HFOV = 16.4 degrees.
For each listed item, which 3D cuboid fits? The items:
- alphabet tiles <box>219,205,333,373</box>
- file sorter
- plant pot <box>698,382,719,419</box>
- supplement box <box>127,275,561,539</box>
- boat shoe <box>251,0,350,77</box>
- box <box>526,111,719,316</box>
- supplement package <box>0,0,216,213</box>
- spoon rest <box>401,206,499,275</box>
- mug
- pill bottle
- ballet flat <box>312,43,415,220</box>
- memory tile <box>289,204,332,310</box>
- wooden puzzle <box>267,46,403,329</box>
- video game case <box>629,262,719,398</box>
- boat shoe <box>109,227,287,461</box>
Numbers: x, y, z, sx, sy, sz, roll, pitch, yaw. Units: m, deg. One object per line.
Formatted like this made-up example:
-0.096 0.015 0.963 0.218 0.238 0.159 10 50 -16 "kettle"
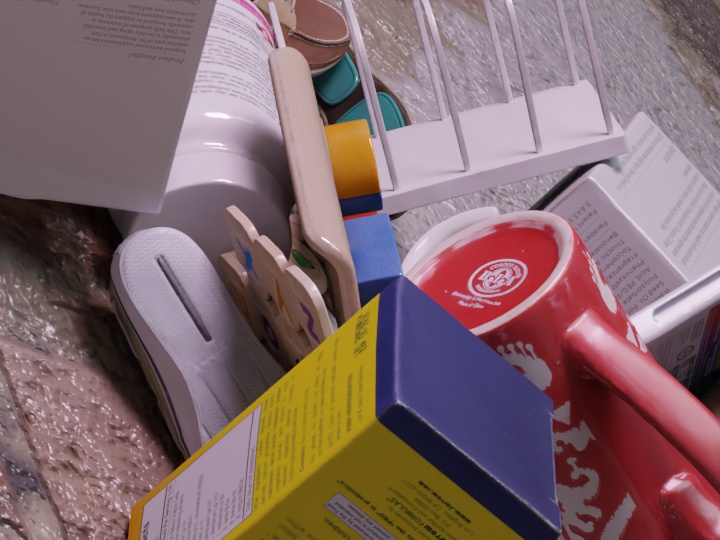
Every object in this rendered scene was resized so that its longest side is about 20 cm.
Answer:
-0.022 0.064 1.334 0.200 0.015 0.196 42 -27 54 "alphabet tiles"
0.051 -0.124 1.585 0.139 0.199 0.125 -106 -178 -70 "file sorter"
0.217 0.163 1.466 0.200 0.198 0.200 49 -4 5 "plant pot"
-0.012 0.120 1.195 0.109 0.200 0.109 40 26 -21 "supplement box"
-0.075 -0.183 1.699 0.199 0.072 0.076 7 46 -44 "boat shoe"
0.142 0.023 1.637 0.131 0.200 0.199 47 22 0 "box"
-0.162 -0.160 1.316 0.151 0.201 0.151 7 37 -16 "supplement package"
0.048 0.050 1.420 0.100 0.060 0.201 80 12 -46 "spoon rest"
0.123 0.073 1.295 0.200 0.177 0.134 59 31 -26 "mug"
-0.096 -0.074 1.468 0.113 0.113 0.200 35 26 -30 "pill bottle"
0.005 -0.109 1.779 0.062 0.067 0.200 35 25 -52 "ballet flat"
-0.059 -0.055 1.635 0.153 0.017 0.200 29 29 -40 "memory tile"
0.000 0.000 1.379 0.186 0.046 0.201 -102 178 -50 "wooden puzzle"
0.199 0.046 1.471 0.023 0.182 0.200 55 -13 22 "video game case"
-0.073 0.069 1.344 0.201 0.072 0.062 63 -18 6 "boat shoe"
